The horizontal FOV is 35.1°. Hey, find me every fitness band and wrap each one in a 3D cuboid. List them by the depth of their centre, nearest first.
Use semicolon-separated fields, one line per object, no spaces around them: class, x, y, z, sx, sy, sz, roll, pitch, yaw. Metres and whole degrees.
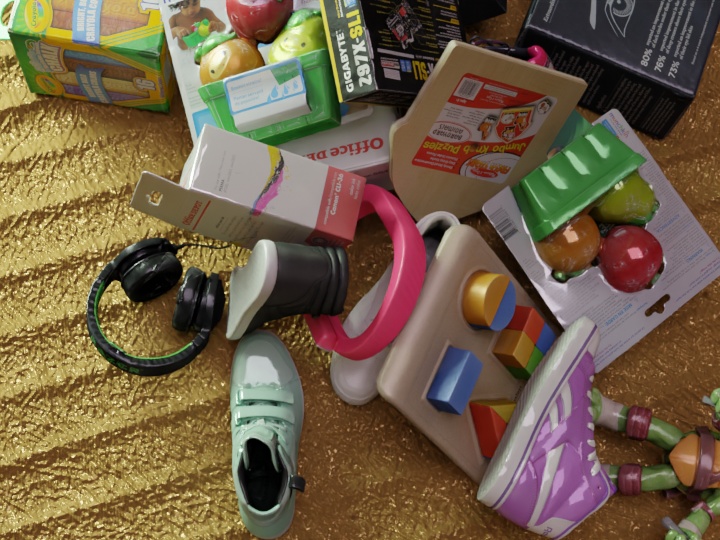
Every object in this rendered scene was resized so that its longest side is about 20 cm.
fitness band;0.000;0.000;1.098;0.037;0.201;0.144;29;108;-30

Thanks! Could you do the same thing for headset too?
headset;-0.182;0.007;1.111;0.122;0.094;0.201;32;59;6

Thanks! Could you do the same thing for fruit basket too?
fruit basket;-0.097;-0.222;1.087;0.182;0.094;0.204;-14;94;9
fruit basket;0.244;-0.032;1.140;0.184;0.094;0.201;-36;93;-12

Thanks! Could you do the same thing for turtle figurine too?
turtle figurine;0.300;0.181;1.060;0.190;0.146;0.200;9;29;15

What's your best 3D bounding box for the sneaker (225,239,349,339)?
sneaker;-0.069;0.025;1.071;0.097;0.200;0.072;6;72;-18

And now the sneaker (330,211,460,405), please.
sneaker;0.034;0.031;1.115;0.073;0.116;0.202;29;71;3

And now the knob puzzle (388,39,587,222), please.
knob puzzle;0.106;-0.128;1.125;0.216;0.222;0.031;-19;49;-12

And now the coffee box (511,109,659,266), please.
coffee box;0.221;-0.098;1.216;0.123;0.044;0.200;-41;79;-17

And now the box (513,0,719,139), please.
box;0.280;-0.262;1.247;0.197;0.105;0.150;24;70;3

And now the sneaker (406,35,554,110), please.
sneaker;0.112;-0.214;1.209;0.196;0.075;0.082;6;57;20

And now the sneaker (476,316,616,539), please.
sneaker;0.200;0.152;1.065;0.113;0.073;0.203;28;80;-1

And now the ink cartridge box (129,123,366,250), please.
ink cartridge box;-0.107;-0.071;1.058;0.197;0.116;0.069;17;71;-14

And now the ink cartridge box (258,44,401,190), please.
ink cartridge box;-0.035;-0.177;1.180;0.143;0.084;0.204;-12;73;8

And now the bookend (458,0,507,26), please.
bookend;0.137;-0.369;1.224;0.196;0.092;0.204;-10;67;33

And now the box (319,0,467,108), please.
box;0.036;-0.240;1.096;0.049;0.199;0.163;-11;89;34

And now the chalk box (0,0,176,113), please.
chalk box;-0.288;-0.258;1.178;0.196;0.124;0.127;8;69;-3

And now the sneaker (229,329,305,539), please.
sneaker;-0.086;0.140;1.062;0.072;0.119;0.204;-3;70;-5

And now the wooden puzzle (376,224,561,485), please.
wooden puzzle;0.119;0.086;1.084;0.200;0.046;0.187;43;65;-36
